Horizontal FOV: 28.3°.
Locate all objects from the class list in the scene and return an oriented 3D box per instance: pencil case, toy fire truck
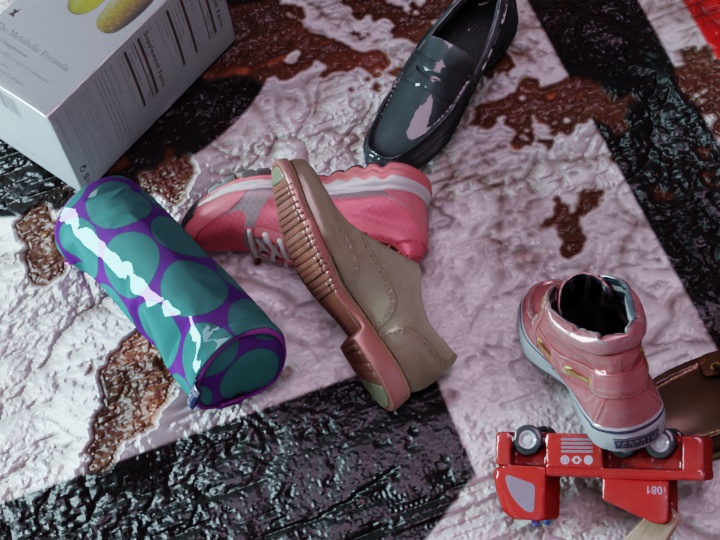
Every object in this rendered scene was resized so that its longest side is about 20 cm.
[{"bbox_3d":[-0.147,0.018,1.075,0.085,0.093,0.200,-11,47,-47],"label":"pencil case"},{"bbox_3d":[0.186,0.176,0.953,0.199,0.049,0.142,-2,82,22],"label":"toy fire truck"}]

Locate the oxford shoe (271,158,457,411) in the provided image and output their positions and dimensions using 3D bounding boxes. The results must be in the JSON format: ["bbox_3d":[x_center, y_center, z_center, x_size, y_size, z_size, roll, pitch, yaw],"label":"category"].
[{"bbox_3d":[0.000,0.000,1.050,0.074,0.071,0.201,-29,96,-16],"label":"oxford shoe"}]

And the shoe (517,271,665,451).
[{"bbox_3d":[0.153,0.033,0.980,0.071,0.091,0.200,-16,28,-4],"label":"shoe"}]

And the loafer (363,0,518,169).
[{"bbox_3d":[0.064,-0.162,1.164,0.068,0.070,0.201,27,66,21],"label":"loafer"}]

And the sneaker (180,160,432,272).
[{"bbox_3d":[-0.042,-0.029,1.098,0.199,0.074,0.087,-7,63,4],"label":"sneaker"}]

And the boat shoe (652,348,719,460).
[{"bbox_3d":[0.269,0.079,0.997,0.199,0.068,0.072,-19,62,1],"label":"boat shoe"}]

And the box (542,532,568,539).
[{"bbox_3d":[0.141,0.244,0.841,0.102,0.200,0.095,15,63,16],"label":"box"}]

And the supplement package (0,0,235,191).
[{"bbox_3d":[-0.215,-0.186,1.188,0.114,0.110,0.200,32,68,22],"label":"supplement package"}]
